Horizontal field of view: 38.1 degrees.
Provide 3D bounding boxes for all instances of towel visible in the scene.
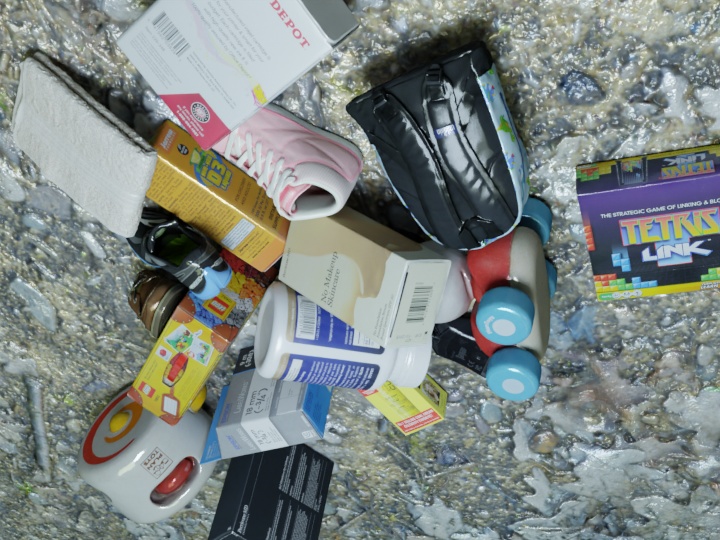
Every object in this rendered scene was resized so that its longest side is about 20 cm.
[{"bbox_3d":[-0.317,-0.141,1.177,0.200,0.034,0.133,39,134,11],"label":"towel"}]

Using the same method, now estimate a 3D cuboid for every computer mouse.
[{"bbox_3d":[0.133,0.066,1.325,0.199,0.046,0.141,19,138,9],"label":"computer mouse"}]

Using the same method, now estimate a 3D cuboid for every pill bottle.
[{"bbox_3d":[-0.021,0.084,1.263,0.199,0.116,0.116,10,135,-17],"label":"pill bottle"}]

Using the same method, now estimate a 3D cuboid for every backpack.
[{"bbox_3d":[0.102,-0.122,1.098,0.162,0.154,0.201,-22,98,24],"label":"backpack"}]

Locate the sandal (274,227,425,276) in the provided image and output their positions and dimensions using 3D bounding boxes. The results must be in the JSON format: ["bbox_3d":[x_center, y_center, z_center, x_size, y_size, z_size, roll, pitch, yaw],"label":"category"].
[{"bbox_3d":[-0.013,-0.002,1.285,0.199,0.048,0.076,-10,129,21],"label":"sandal"}]

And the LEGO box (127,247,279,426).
[{"bbox_3d":[-0.200,0.079,1.319,0.077,0.149,0.200,34,132,-3],"label":"LEGO box"}]

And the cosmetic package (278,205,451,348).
[{"bbox_3d":[0.000,0.000,1.169,0.071,0.200,0.106,0,110,-42],"label":"cosmetic package"}]

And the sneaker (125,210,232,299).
[{"bbox_3d":[-0.223,-0.035,1.231,0.199,0.071,0.083,31,160,46],"label":"sneaker"}]

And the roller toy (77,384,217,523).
[{"bbox_3d":[-0.302,0.250,1.484,0.199,0.183,0.140,-23,124,29],"label":"roller toy"}]

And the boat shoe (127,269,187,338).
[{"bbox_3d":[-0.259,0.037,1.295,0.068,0.072,0.200,34,171,-3],"label":"boat shoe"}]

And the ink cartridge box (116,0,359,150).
[{"bbox_3d":[-0.123,-0.237,1.043,0.199,0.086,0.148,-31,103,32],"label":"ink cartridge box"}]

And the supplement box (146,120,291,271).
[{"bbox_3d":[-0.171,-0.086,1.228,0.199,0.067,0.069,33,130,-19],"label":"supplement box"}]

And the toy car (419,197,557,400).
[{"bbox_3d":[0.115,0.028,1.203,0.199,0.185,0.178,2,134,19],"label":"toy car"}]

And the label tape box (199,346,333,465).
[{"bbox_3d":[-0.136,0.171,1.404,0.199,0.145,0.063,-16,128,24],"label":"label tape box"}]

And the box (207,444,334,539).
[{"bbox_3d":[-0.129,0.341,1.522,0.141,0.201,0.079,38,129,-22],"label":"box"}]

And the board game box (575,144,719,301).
[{"bbox_3d":[0.352,-0.051,1.163,0.199,0.057,0.166,-8,131,18],"label":"board game box"}]

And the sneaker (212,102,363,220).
[{"bbox_3d":[-0.098,-0.122,1.155,0.199,0.105,0.076,20,135,-6],"label":"sneaker"}]

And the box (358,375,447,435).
[{"bbox_3d":[0.030,0.138,1.405,0.075,0.050,0.200,-26,123,30],"label":"box"}]
